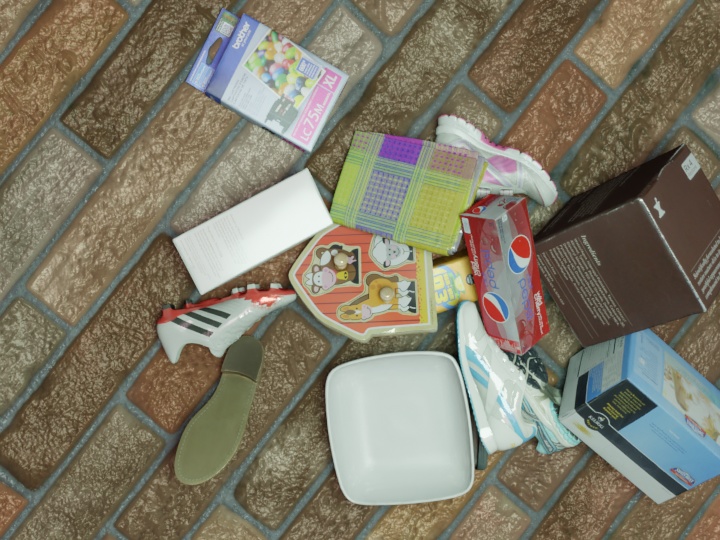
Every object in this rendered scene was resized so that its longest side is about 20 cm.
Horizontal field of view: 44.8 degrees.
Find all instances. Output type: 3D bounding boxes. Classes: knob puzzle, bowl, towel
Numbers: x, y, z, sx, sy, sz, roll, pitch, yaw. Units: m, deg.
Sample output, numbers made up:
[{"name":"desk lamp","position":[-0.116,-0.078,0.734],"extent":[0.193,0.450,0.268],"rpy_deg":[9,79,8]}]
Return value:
[{"name":"knob puzzle","position":[0.000,0.000,1.172],"extent":[0.214,0.031,0.224],"rpy_deg":[-2,61,3]},{"name":"bowl","position":[0.057,0.209,1.200],"extent":[0.195,0.075,0.205],"rpy_deg":[-8,94,12]},{"name":"towel","position":[0.061,-0.107,1.177],"extent":[0.196,0.023,0.147],"rpy_deg":[15,81,23]}]

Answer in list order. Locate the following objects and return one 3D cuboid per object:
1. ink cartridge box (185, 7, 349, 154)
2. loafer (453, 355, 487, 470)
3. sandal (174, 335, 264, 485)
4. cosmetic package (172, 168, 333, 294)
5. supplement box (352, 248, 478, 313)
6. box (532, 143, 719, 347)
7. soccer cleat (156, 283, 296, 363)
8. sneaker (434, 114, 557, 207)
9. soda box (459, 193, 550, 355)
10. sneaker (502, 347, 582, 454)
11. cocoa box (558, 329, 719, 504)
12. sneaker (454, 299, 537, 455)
[{"name":"ink cartridge box","position":[-0.127,-0.261,1.191],"extent":[0.197,0.042,0.121],"rpy_deg":[29,89,-6]},{"name":"loafer","position":[0.146,0.183,1.232],"extent":[0.061,0.072,0.205],"rpy_deg":[-3,95,-1]},{"name":"sandal","position":[-0.183,0.199,1.196],"extent":[0.076,0.070,0.215],"rpy_deg":[19,68,7]},{"name":"cosmetic package","position":[-0.141,-0.052,1.165],"extent":[0.197,0.108,0.086],"rpy_deg":[-29,95,-6]},{"name":"supplement box","position":[0.085,0.027,1.217],"extent":[0.196,0.069,0.068],"rpy_deg":[-18,97,-8]},{"name":"box","position":[0.359,-0.028,1.152],"extent":[0.165,0.199,0.166],"rpy_deg":[-38,98,-39]},{"name":"soccer cleat","position":[-0.179,0.071,1.185],"extent":[0.195,0.069,0.087],"rpy_deg":[-13,89,-1]},{"name":"sneaker","position":[0.179,-0.134,1.218],"extent":[0.197,0.081,0.090],"rpy_deg":[28,91,1]},{"name":"soda box","position":[0.193,0.005,1.158],"extent":[0.070,0.063,0.204],"rpy_deg":[-33,119,-34]},{"name":"sneaker","position":[0.227,0.175,1.236],"extent":[0.086,0.077,0.202],"rpy_deg":[-42,80,36]},{"name":"cocoa box","position":[0.393,0.192,1.198],"extent":[0.199,0.134,0.131],"rpy_deg":[39,130,-10]},{"name":"sneaker","position":[0.174,0.135,1.159],"extent":[0.079,0.076,0.204],"rpy_deg":[-16,88,5]}]
